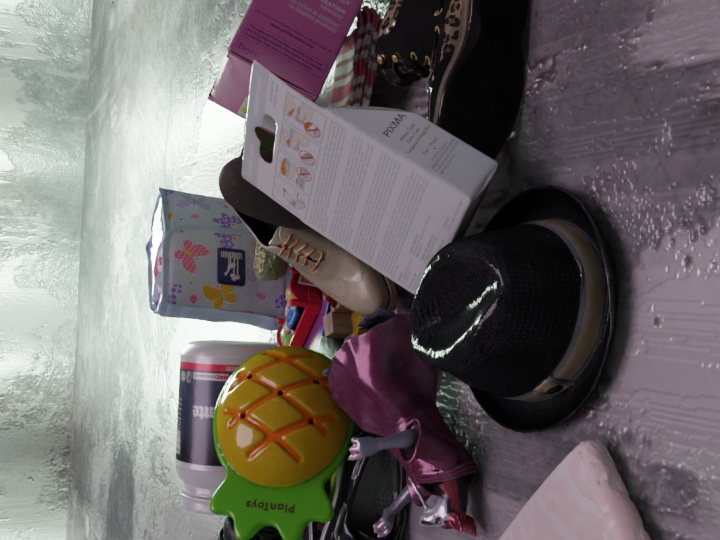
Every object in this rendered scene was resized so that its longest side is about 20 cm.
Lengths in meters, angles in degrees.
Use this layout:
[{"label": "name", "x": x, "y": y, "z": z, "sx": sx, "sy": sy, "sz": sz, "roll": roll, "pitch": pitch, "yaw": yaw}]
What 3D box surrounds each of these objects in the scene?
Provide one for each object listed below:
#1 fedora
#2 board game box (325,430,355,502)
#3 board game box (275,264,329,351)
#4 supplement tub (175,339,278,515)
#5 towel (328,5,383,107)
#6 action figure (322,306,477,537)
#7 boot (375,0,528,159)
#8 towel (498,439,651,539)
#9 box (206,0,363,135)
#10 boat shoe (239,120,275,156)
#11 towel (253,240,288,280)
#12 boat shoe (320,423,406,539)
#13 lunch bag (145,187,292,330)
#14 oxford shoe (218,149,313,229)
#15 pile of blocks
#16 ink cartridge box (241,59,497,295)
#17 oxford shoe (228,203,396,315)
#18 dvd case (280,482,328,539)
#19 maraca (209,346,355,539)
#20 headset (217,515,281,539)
[{"label": "fedora", "x": 0.097, "y": 0.028, "z": 0.699, "sx": 0.200, "sy": 0.091, "sz": 0.202, "roll": -176, "pitch": 90, "yaw": -65}, {"label": "board game box", "x": -0.034, "y": 0.220, "z": 1.008, "sx": 0.102, "sy": 0.047, "sz": 0.201, "roll": -126, "pitch": 45, "yaw": -53}, {"label": "board game box", "x": -0.072, "y": 0.040, "z": 1.065, "sx": 0.158, "sy": 0.039, "sz": 0.202, "roll": -174, "pitch": 97, "yaw": -75}, {"label": "supplement tub", "x": -0.157, "y": 0.189, "z": 1.163, "sx": 0.140, "sy": 0.139, "sz": 0.202, "roll": 177, "pitch": 96, "yaw": -64}, {"label": "towel", "x": -0.022, "y": -0.159, "z": 0.982, "sx": 0.146, "sy": 0.030, "sz": 0.202, "roll": 170, "pitch": 112, "yaw": -77}, {"label": "action figure", "x": 0.051, "y": 0.140, "z": 0.817, "sx": 0.200, "sy": 0.148, "sz": 0.134, "roll": 55, "pitch": 163, "yaw": 26}, {"label": "boot", "x": 0.069, "y": -0.175, "z": 0.804, "sx": 0.150, "sy": 0.073, "sz": 0.202, "roll": 8, "pitch": 91, "yaw": 63}, {"label": "towel", "x": 0.152, "y": 0.250, "z": 0.632, "sx": 0.192, "sy": 0.032, "sz": 0.201, "roll": 115, "pitch": 147, "yaw": -40}, {"label": "box", "x": -0.064, "y": -0.259, "z": 0.958, "sx": 0.201, "sy": 0.096, "sz": 0.176, "roll": -67, "pitch": 12, "yaw": -11}, {"label": "boat shoe", "x": -0.113, "y": -0.135, "z": 1.133, "sx": 0.201, "sy": 0.071, "sz": 0.068, "roll": -72, "pitch": -7, "yaw": -53}, {"label": "towel", "x": -0.075, "y": -0.084, "z": 1.051, "sx": 0.200, "sy": 0.036, "sz": 0.149, "roll": -67, "pitch": -12, "yaw": -66}, {"label": "boat shoe", "x": 0.005, "y": 0.245, "z": 0.894, "sx": 0.060, "sy": 0.075, "sz": 0.202, "roll": -177, "pitch": 89, "yaw": -70}, {"label": "lunch bag", "x": -0.176, "y": -0.008, "z": 1.181, "sx": 0.201, "sy": 0.168, "sz": 0.128, "roll": -108, "pitch": 32, "yaw": -52}, {"label": "oxford shoe", "x": -0.030, "y": -0.079, "z": 0.871, "sx": 0.071, "sy": 0.198, "sz": 0.072, "roll": -104, "pitch": 16, "yaw": -74}, {"label": "pile of blocks", "x": 0.000, "y": 0.000, "z": 0.945, "sx": 0.082, "sy": 0.062, "sz": 0.202, "roll": -144, "pitch": 60, "yaw": -61}, {"label": "ink cartridge box", "x": -0.002, "y": -0.079, "z": 0.765, "sx": 0.047, "sy": 0.199, "sz": 0.160, "roll": -51, "pitch": -10, "yaw": -29}, {"label": "oxford shoe", "x": -0.053, "y": -0.020, "z": 0.899, "sx": 0.200, "sy": 0.074, "sz": 0.071, "roll": 40, "pitch": 118, "yaw": 15}, {"label": "dvd case", "x": -0.071, "y": 0.281, "z": 0.996, "sx": 0.150, "sy": 0.025, "sz": 0.202, "roll": -26, "pitch": 65, "yaw": 61}, {"label": "maraca", "x": -0.075, "y": 0.160, "z": 0.891, "sx": 0.107, "sy": 0.136, "sz": 0.201, "roll": 83, "pitch": -170, "yaw": -54}, {"label": "headset", "x": -0.116, "y": 0.253, "z": 0.958, "sx": 0.201, "sy": 0.093, "sz": 0.124, "roll": -97, "pitch": 26, "yaw": -44}]
